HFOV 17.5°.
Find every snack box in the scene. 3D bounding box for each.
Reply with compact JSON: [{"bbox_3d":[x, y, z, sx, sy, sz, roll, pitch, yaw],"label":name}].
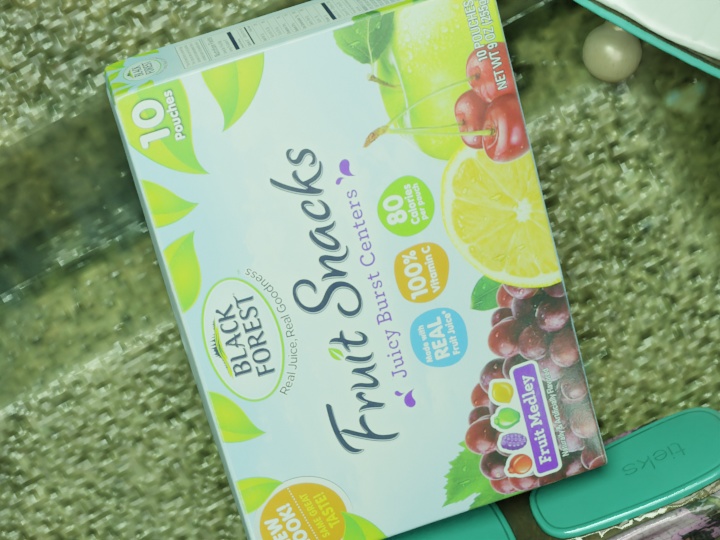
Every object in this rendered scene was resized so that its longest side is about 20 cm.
[{"bbox_3d":[0.000,0.000,0.872,0.142,0.053,0.200,-18,112,-4],"label":"snack box"}]

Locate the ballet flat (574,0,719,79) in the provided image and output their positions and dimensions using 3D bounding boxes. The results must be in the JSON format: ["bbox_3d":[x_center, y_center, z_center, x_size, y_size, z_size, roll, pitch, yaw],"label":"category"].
[{"bbox_3d":[0.073,-0.126,0.816,0.200,0.069,0.069,23,104,-1],"label":"ballet flat"}]

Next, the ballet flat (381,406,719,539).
[{"bbox_3d":[0.066,0.114,0.927,0.200,0.069,0.071,-18,132,-5],"label":"ballet flat"}]

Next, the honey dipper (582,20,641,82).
[{"bbox_3d":[0.115,-0.164,0.850,0.038,0.038,0.200,10,112,-15],"label":"honey dipper"}]
